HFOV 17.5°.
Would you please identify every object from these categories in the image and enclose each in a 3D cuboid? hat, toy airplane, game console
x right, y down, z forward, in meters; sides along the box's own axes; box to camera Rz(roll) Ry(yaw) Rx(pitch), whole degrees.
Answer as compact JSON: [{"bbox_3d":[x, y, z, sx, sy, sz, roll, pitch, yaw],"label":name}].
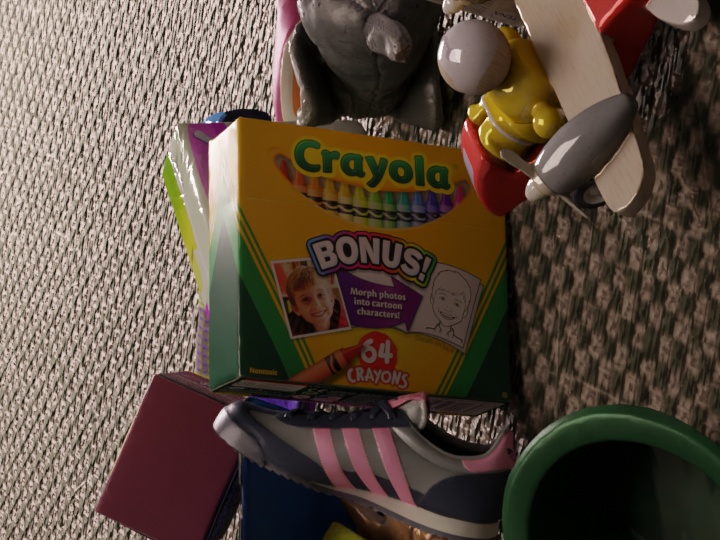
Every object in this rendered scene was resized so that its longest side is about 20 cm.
[{"bbox_3d":[0.186,0.130,1.368,0.199,0.176,0.167,29,117,21],"label":"hat"},{"bbox_3d":[0.116,-0.131,1.400,0.200,0.140,0.201,-172,86,-65],"label":"toy airplane"},{"bbox_3d":[-0.075,0.200,1.681,0.170,0.200,0.119,-39,64,13],"label":"game console"}]

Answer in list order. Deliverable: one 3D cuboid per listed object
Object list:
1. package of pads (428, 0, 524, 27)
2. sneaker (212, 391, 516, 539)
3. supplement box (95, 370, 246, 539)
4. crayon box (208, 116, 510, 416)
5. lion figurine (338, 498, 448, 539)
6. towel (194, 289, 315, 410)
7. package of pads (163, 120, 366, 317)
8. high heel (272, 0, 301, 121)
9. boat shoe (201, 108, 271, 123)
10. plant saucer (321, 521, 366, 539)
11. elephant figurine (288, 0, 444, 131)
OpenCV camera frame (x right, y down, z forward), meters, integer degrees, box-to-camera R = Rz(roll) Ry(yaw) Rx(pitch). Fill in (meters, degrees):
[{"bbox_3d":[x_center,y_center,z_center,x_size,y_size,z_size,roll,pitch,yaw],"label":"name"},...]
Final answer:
[{"bbox_3d":[0.038,-0.257,1.564,0.068,0.153,0.201,-54,39,33],"label":"package of pads"},{"bbox_3d":[0.006,0.107,1.516,0.070,0.198,0.083,-64,-7,-79],"label":"sneaker"},{"bbox_3d":[-0.126,0.141,1.738,0.200,0.085,0.111,49,-115,-87],"label":"supplement box"},{"bbox_3d":[0.000,0.000,1.552,0.058,0.198,0.174,-28,60,60],"label":"crayon box"},{"bbox_3d":[0.038,0.178,1.621,0.123,0.072,0.200,67,168,-9],"label":"lion figurine"},{"bbox_3d":[-0.087,0.063,1.857,0.143,0.023,0.201,33,130,37],"label":"towel"},{"bbox_3d":[-0.046,-0.026,1.701,0.069,0.153,0.201,108,151,-43],"label":"package of pads"},{"bbox_3d":[-0.051,-0.203,1.837,0.096,0.067,0.202,5,87,55],"label":"high heel"},{"bbox_3d":[-0.075,-0.030,1.875,0.084,0.068,0.202,15,117,52],"label":"boat shoe"},{"bbox_3d":[0.021,0.288,1.571,0.200,0.048,0.201,18,125,67],"label":"plant saucer"},{"bbox_3d":[0.008,-0.154,1.678,0.141,0.155,0.201,27,142,21],"label":"elephant figurine"}]
